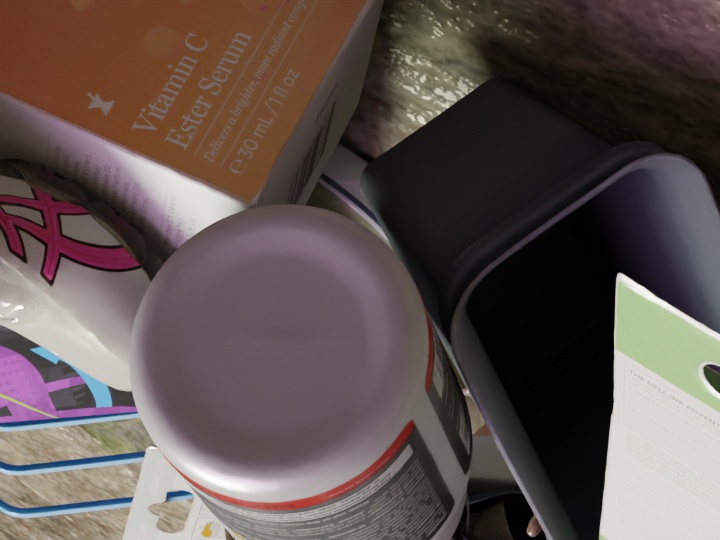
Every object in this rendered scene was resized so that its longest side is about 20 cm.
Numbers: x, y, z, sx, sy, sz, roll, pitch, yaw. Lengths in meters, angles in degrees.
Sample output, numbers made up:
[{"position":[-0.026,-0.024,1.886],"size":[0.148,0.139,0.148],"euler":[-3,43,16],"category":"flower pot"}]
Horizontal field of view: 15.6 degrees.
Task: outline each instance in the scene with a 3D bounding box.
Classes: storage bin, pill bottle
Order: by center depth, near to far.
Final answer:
[{"position":[-0.016,0.061,1.059],"size":[0.115,0.116,0.200],"euler":[26,166,18],"category":"pill bottle"},{"position":[0.093,0.012,1.134],"size":[0.134,0.145,0.201],"euler":[46,169,50],"category":"storage bin"}]

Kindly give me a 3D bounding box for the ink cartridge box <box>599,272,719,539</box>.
[{"position":[0.161,0.077,0.992],"size":[0.145,0.048,0.201],"euler":[32,151,22],"category":"ink cartridge box"}]

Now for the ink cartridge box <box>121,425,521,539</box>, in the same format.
[{"position":[-0.022,0.114,1.395],"size":[0.198,0.051,0.162],"euler":[7,153,-8],"category":"ink cartridge box"}]

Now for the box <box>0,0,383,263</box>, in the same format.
[{"position":[-0.110,-0.088,1.109],"size":[0.199,0.153,0.107],"euler":[23,145,5],"category":"box"}]

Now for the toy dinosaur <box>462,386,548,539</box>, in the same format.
[{"position":[0.149,0.094,1.235],"size":[0.200,0.086,0.136],"euler":[44,149,4],"category":"toy dinosaur"}]

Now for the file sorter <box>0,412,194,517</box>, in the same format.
[{"position":[-0.139,0.024,1.344],"size":[0.138,0.123,0.201],"euler":[-7,147,-5],"category":"file sorter"}]

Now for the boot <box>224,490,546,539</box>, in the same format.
[{"position":[0.026,0.130,1.307],"size":[0.097,0.075,0.199],"euler":[-32,151,31],"category":"boot"}]

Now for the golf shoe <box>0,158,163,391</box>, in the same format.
[{"position":[-0.158,-0.009,1.029],"size":[0.200,0.092,0.072],"euler":[40,139,-17],"category":"golf shoe"}]

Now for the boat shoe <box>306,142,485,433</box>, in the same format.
[{"position":[0.000,0.000,1.274],"size":[0.200,0.062,0.072],"euler":[40,152,-4],"category":"boat shoe"}]

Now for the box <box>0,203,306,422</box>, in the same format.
[{"position":[-0.129,0.015,1.188],"size":[0.198,0.036,0.143],"euler":[-6,144,-14],"category":"box"}]
